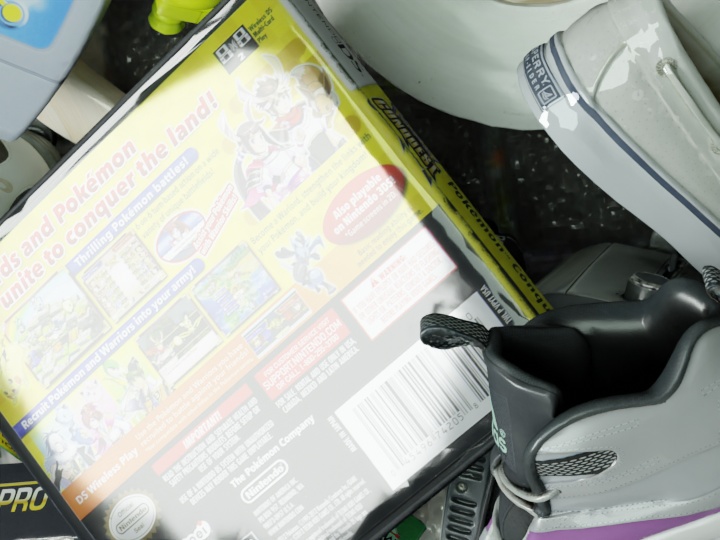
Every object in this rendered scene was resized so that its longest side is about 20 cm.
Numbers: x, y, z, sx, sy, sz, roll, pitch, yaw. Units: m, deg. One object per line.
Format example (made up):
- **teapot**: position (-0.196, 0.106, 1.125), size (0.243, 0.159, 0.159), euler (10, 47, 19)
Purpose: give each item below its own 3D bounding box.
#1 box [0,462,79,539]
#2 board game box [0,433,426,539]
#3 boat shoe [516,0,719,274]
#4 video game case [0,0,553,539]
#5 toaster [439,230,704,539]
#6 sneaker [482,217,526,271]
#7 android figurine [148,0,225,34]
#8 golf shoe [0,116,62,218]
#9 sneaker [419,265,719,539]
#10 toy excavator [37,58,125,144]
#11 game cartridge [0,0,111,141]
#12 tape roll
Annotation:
- **box**: position (-0.120, 0.164, 0.896), size (0.160, 0.049, 0.201), euler (-7, 132, 17)
- **board game box**: position (-0.075, 0.085, 0.879), size (0.200, 0.029, 0.135), euler (34, 149, 7)
- **boat shoe**: position (0.149, -0.044, 0.753), size (0.086, 0.075, 0.202), euler (-38, 128, 23)
- **video game case**: position (-0.045, 0.023, 0.758), size (0.200, 0.025, 0.181), euler (-41, 82, 22)
- **toaster**: position (0.100, 0.084, 0.807), size (0.113, 0.129, 0.201), euler (14, 111, 15)
- **sneaker**: position (0.000, 0.001, 0.843), size (0.115, 0.081, 0.200), euler (-33, 114, 12)
- **android figurine**: position (-0.049, -0.175, 0.778), size (0.041, 0.183, 0.200), euler (10, 141, -12)
- **golf shoe**: position (-0.207, 0.008, 0.908), size (0.078, 0.094, 0.200), euler (46, 113, 1)
- **sneaker**: position (0.056, 0.069, 0.684), size (0.200, 0.078, 0.140), euler (-39, 117, 16)
- **toy excavator**: position (-0.147, -0.127, 0.867), size (0.193, 0.100, 0.201), euler (5, 119, 15)
- **game cartridge**: position (-0.147, -0.145, 0.780), size (0.133, 0.041, 0.201), euler (19, 125, -8)
- **tape roll**: position (0.071, -0.158, 0.792), size (0.201, 0.071, 0.204), euler (4, 105, 16)
